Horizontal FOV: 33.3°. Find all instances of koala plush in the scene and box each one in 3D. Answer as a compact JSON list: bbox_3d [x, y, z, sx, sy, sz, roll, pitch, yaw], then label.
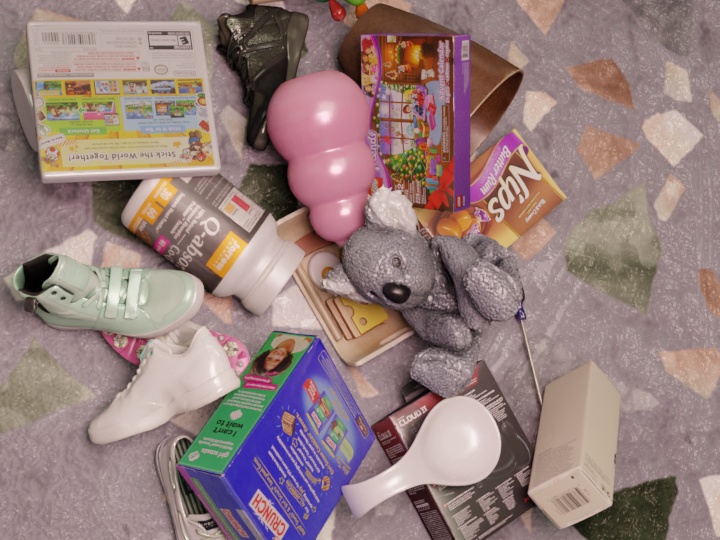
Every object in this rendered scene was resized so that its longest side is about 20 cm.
[{"bbox_3d":[0.063,0.008,1.392,0.197,0.179,0.185,24,30,-11],"label":"koala plush"}]

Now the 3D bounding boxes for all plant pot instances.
[{"bbox_3d":[0.072,-0.239,1.522,0.199,0.187,0.187,41,65,9],"label":"plant pot"}]

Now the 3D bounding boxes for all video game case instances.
[{"bbox_3d":[-0.263,-0.190,1.337,0.197,0.023,0.185,-4,75,-21],"label":"video game case"}]

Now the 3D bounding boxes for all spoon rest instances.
[{"bbox_3d":[0.076,0.215,1.357,0.198,0.061,0.100,-27,85,-22],"label":"spoon rest"}]

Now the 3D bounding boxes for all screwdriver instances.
[{"bbox_3d":[0.213,0.080,1.548,0.029,0.028,0.203,-4,76,-50],"label":"screwdriver"}]

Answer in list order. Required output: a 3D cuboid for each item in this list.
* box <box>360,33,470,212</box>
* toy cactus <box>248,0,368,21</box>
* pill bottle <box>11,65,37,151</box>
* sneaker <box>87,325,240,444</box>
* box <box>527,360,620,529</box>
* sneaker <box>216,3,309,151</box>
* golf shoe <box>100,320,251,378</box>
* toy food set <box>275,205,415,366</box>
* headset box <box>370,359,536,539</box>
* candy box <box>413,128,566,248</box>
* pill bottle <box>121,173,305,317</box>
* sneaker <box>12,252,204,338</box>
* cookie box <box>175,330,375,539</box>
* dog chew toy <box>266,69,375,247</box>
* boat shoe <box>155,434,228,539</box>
[{"bbox_3d":[0.064,-0.176,1.420,0.039,0.135,0.204,-17,110,-49],"label":"box"},{"bbox_3d":[-0.068,-0.370,1.523,0.163,0.103,0.201,-20,53,-15],"label":"toy cactus"},{"bbox_3d":[-0.297,-0.210,1.406,0.197,0.113,0.115,-19,81,-24],"label":"pill bottle"},{"bbox_3d":[-0.223,0.122,1.306,0.090,0.198,0.075,65,23,1],"label":"sneaker"},{"bbox_3d":[0.259,0.206,1.442,0.068,0.082,0.201,47,34,-16],"label":"box"},{"bbox_3d":[-0.137,-0.246,1.496,0.112,0.076,0.203,15,68,-11],"label":"sneaker"},{"bbox_3d":[-0.211,0.087,1.376,0.198,0.092,0.076,25,83,13],"label":"golf shoe"},{"bbox_3d":[0.000,0.000,1.476,0.142,0.060,0.202,-28,85,-24],"label":"toy food set"},{"bbox_3d":[0.118,0.217,1.445,0.148,0.077,0.202,-28,84,-24],"label":"headset box"},{"bbox_3d":[0.160,-0.079,1.559,0.199,0.056,0.117,-37,88,-23],"label":"candy box"},{"bbox_3d":[-0.169,-0.043,1.400,0.199,0.116,0.117,37,66,-5],"label":"pill bottle"},{"bbox_3d":[-0.275,0.023,1.297,0.197,0.118,0.075,-4,69,11],"label":"sneaker"},{"bbox_3d":[-0.087,0.198,1.319,0.201,0.074,0.173,-55,131,-36],"label":"cookie box"},{"bbox_3d":[-0.038,-0.128,1.416,0.123,0.124,0.203,-16,95,-22],"label":"dog chew toy"},{"bbox_3d":[-0.174,0.277,1.330,0.073,0.067,0.202,-27,84,-24],"label":"boat shoe"}]
